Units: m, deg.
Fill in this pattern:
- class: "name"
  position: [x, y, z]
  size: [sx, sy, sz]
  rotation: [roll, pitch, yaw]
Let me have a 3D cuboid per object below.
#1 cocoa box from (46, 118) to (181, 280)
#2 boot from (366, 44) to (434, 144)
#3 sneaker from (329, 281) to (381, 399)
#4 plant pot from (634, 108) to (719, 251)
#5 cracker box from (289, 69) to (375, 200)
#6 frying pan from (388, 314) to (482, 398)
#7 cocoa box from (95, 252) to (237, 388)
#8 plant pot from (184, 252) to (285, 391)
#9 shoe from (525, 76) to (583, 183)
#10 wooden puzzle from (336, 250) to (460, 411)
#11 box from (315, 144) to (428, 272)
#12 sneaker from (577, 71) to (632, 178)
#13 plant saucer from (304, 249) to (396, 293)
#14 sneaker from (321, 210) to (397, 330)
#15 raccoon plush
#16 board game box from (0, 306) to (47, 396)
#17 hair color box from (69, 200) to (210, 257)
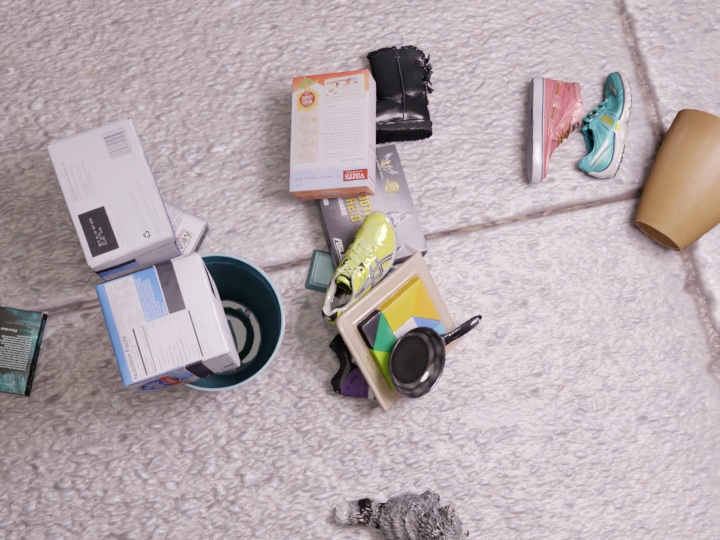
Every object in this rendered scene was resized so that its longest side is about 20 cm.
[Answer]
- class: "cocoa box"
  position: [-0.373, -0.104, 1.259]
  size: [0.133, 0.131, 0.201]
  rotation: [-21, 81, -9]
- class: "boot"
  position: [0.036, -0.308, 1.432]
  size: [0.197, 0.073, 0.164]
  rotation: [-4, 75, -3]
- class: "sneaker"
  position: [-0.006, 0.106, 1.336]
  size: [0.087, 0.076, 0.202]
  rotation: [6, 85, 3]
- class: "plant pot"
  position: [0.565, -0.141, 1.404]
  size: [0.186, 0.186, 0.200]
  rotation: [36, 91, 3]
- class: "cracker box"
  position: [-0.044, -0.221, 1.347]
  size: [0.133, 0.058, 0.201]
  rotation: [-2, 77, 15]
- class: "frying pan"
  position: [0.108, 0.113, 1.295]
  size: [0.115, 0.031, 0.190]
  rotation: [47, 70, -33]
- class: "cocoa box"
  position: [-0.243, 0.075, 1.062]
  size: [0.130, 0.200, 0.134]
  rotation: [-18, 81, -8]
- class: "plant pot"
  position: [-0.215, 0.091, 1.267]
  size: [0.199, 0.188, 0.202]
  rotation: [1, 78, -4]
- class: "shoe"
  position: [0.343, -0.247, 1.446]
  size: [0.090, 0.072, 0.201]
  rotation: [5, 73, 1]
- class: "wooden puzzle"
  position: [0.070, 0.097, 1.304]
  size: [0.200, 0.037, 0.186]
  rotation: [-41, 118, -26]
- class: "box"
  position: [0.010, -0.101, 1.388]
  size: [0.157, 0.048, 0.201]
  rotation: [-13, 75, -9]
- class: "sneaker"
  position: [0.434, -0.264, 1.460]
  size: [0.079, 0.078, 0.201]
  rotation: [11, 78, 6]
- class: "plant saucer"
  position: [0.010, 0.018, 1.390]
  size: [0.199, 0.019, 0.070]
  rotation: [14, 78, -3]
- class: "sneaker"
  position: [0.000, 0.000, 1.287]
  size: [0.075, 0.076, 0.201]
  rotation: [20, 86, 17]
- class: "raccoon plush"
  position: [0.064, 0.397, 1.256]
  size: [0.199, 0.134, 0.097]
  rotation: [-6, 80, -7]
- class: "board game box"
  position: [-0.615, 0.119, 1.306]
  size: [0.199, 0.028, 0.136]
  rotation: [10, 78, -4]
- class: "hair color box"
  position: [-0.361, -0.075, 1.353]
  size: [0.199, 0.061, 0.099]
  rotation: [25, 78, 1]
